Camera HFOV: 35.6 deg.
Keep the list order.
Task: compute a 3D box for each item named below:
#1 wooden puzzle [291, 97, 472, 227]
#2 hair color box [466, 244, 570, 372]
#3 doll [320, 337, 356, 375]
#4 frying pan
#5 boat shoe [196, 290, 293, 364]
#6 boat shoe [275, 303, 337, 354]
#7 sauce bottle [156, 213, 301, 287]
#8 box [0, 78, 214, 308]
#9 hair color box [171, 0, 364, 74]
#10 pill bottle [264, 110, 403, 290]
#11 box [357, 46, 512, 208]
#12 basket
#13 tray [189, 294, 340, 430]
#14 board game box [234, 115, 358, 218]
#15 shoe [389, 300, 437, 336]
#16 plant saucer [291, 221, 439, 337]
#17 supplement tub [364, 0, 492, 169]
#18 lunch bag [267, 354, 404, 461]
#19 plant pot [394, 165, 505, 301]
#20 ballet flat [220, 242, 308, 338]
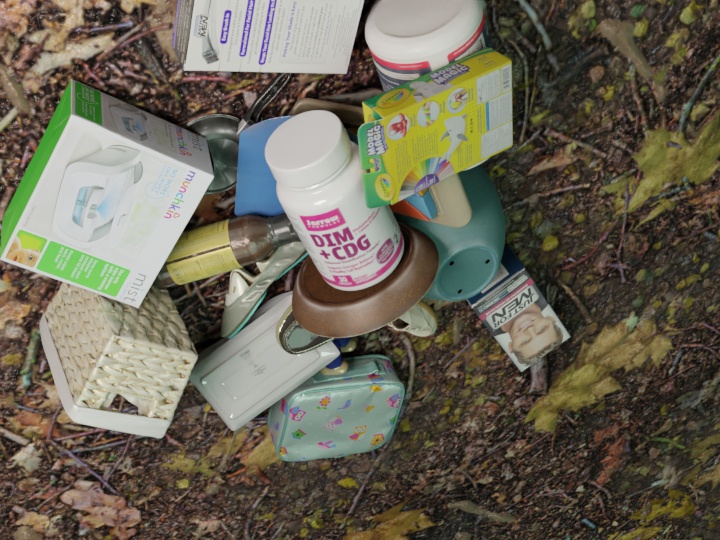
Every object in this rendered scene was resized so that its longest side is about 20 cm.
[{"bbox_3d":[0.024,-0.126,1.375,0.037,0.198,0.186,-59,143,-28],"label":"wooden puzzle"},{"bbox_3d":[0.236,0.061,1.710,0.100,0.061,0.200,-36,135,6],"label":"hair color box"},{"bbox_3d":[-0.046,0.064,1.540,0.048,0.138,0.201,8,142,17],"label":"doll"},{"bbox_3d":[-0.145,-0.154,1.361,0.188,0.031,0.115,-27,136,0],"label":"frying pan"},{"bbox_3d":[-0.143,0.105,1.558,0.199,0.057,0.069,-35,134,5],"label":"boat shoe"},{"bbox_3d":[-0.018,0.044,1.431,0.199,0.065,0.074,-36,118,-2],"label":"boat shoe"},{"bbox_3d":[-0.159,-0.031,1.391,0.197,0.065,0.065,-14,136,11],"label":"sauce bottle"},{"bbox_3d":[-0.290,-0.084,1.283,0.175,0.097,0.201,23,115,-27],"label":"box"},{"bbox_3d":[-0.102,-0.282,1.247,0.197,0.065,0.110,-4,130,-26],"label":"hair color box"},{"bbox_3d":[-0.030,-0.080,1.304,0.112,0.114,0.201,-29,133,-1],"label":"pill bottle"},{"bbox_3d":[0.078,-0.155,1.242,0.198,0.048,0.118,-27,134,-23],"label":"box"},{"bbox_3d":[-0.294,0.087,1.371,0.134,0.200,0.124,18,114,-36],"label":"basket"},{"bbox_3d":[-0.133,0.128,1.499,0.199,0.022,0.108,-36,98,18],"label":"tray"},{"bbox_3d":[-0.072,-0.122,1.374,0.156,0.039,0.201,5,137,-6],"label":"board game box"},{"bbox_3d":[0.040,0.055,1.590,0.069,0.054,0.199,-6,150,40],"label":"shoe"},{"bbox_3d":[0.000,0.000,1.396,0.198,0.201,0.035,-27,126,-3],"label":"plant saucer"},{"bbox_3d":[0.094,-0.231,1.334,0.139,0.141,0.201,-26,135,-4],"label":"supplement tub"},{"bbox_3d":[-0.034,0.200,1.680,0.197,0.077,0.162,-5,128,-23],"label":"lunch bag"},{"bbox_3d":[0.117,-0.037,1.515,0.198,0.135,0.202,-14,133,-16],"label":"plant pot"},{"bbox_3d":[-0.135,0.001,1.483,0.064,0.068,0.200,40,104,-15],"label":"ballet flat"}]
